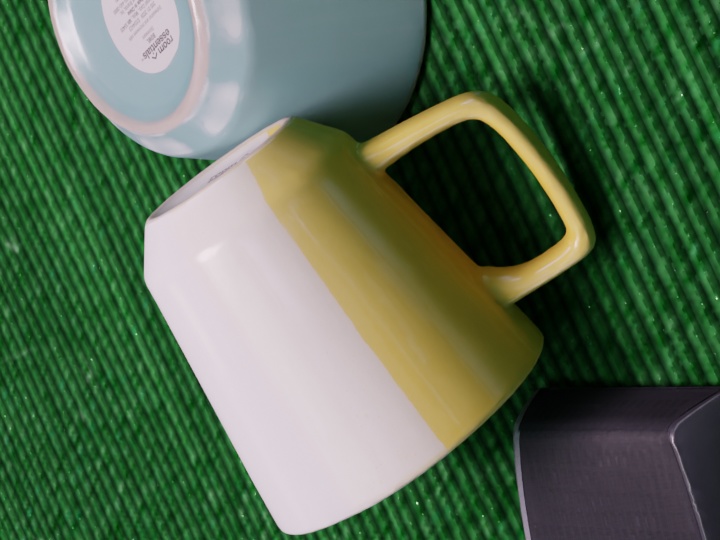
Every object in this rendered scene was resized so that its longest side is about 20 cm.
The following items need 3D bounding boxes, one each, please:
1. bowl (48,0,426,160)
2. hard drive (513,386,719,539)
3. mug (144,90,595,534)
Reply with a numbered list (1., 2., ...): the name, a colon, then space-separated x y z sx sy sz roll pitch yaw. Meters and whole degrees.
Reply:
1. bowl: -0.075 -0.134 1.165 0.201 0.105 0.201 24 125 40
2. hard drive: 0.137 0.152 1.115 0.135 0.042 0.201 -3 106 49
3. mug: -0.007 0.004 1.118 0.153 0.186 0.149 53 161 -8
